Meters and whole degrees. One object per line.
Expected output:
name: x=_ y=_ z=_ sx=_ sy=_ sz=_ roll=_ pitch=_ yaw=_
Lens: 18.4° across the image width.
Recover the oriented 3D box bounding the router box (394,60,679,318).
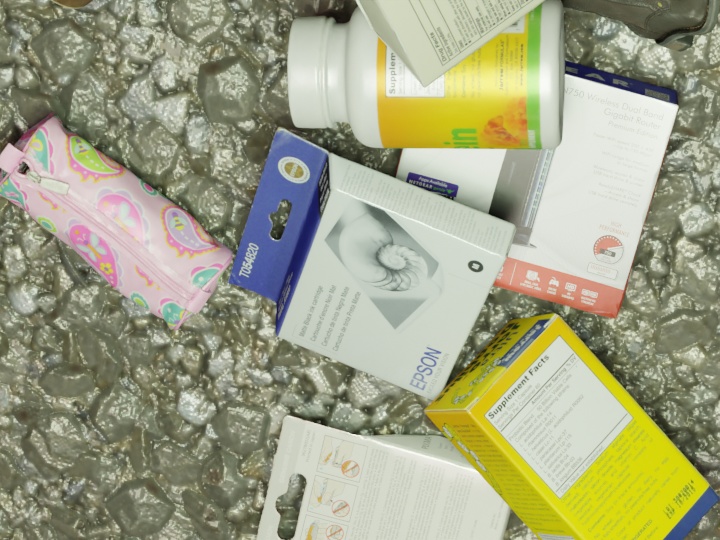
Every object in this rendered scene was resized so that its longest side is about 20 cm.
router box: x=0.129 y=-0.077 z=1.736 sx=0.198 sy=0.049 sz=0.181 roll=15 pitch=109 yaw=3

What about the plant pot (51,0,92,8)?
plant pot: x=-0.155 y=-0.312 z=1.565 sx=0.199 sy=0.187 sz=0.188 roll=-23 pitch=103 yaw=19

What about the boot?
boot: x=0.173 y=-0.219 z=1.623 sx=0.173 sy=0.200 sz=0.070 roll=15 pitch=74 yaw=-3

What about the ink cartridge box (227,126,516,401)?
ink cartridge box: x=0.000 y=0.000 z=1.735 sx=0.199 sy=0.041 sz=0.200 roll=22 pitch=140 yaw=1

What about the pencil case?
pencil case: x=-0.199 y=-0.040 z=1.773 sx=0.200 sy=0.088 sz=0.088 roll=39 pitch=108 yaw=-6

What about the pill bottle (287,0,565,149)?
pill bottle: x=0.050 y=-0.146 z=1.640 sx=0.198 sy=0.111 sz=0.112 roll=1 pitch=108 yaw=8

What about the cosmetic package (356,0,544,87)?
cosmetic package: x=0.087 y=-0.236 z=1.541 sx=0.199 sy=0.087 sz=0.104 roll=-35 pitch=137 yaw=-4

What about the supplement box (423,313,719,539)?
supplement box: x=0.165 y=0.145 z=1.750 sx=0.109 sy=0.109 sz=0.200 roll=-44 pitch=99 yaw=-15

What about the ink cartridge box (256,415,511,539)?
ink cartridge box: x=0.020 y=0.210 z=1.845 sx=0.199 sy=0.050 sz=0.162 roll=16 pitch=109 yaw=6
